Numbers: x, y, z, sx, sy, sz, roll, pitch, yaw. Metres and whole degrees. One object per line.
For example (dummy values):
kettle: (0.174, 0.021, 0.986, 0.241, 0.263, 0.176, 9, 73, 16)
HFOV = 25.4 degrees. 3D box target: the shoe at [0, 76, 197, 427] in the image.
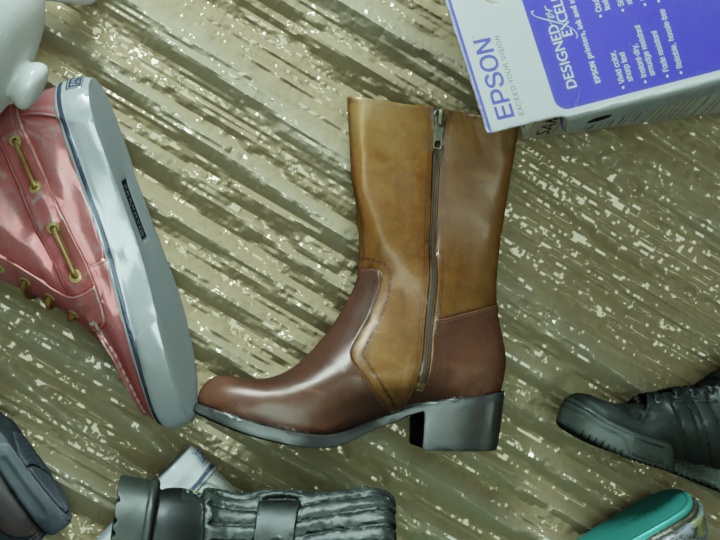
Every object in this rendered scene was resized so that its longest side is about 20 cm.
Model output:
shoe: (-0.160, 0.000, 0.895, 0.090, 0.071, 0.202, -17, 97, 7)

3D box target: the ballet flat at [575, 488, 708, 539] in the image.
ballet flat: (0.116, 0.195, 0.932, 0.198, 0.072, 0.073, -21, 92, -6)

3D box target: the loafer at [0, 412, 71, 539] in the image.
loafer: (-0.240, 0.076, 0.880, 0.063, 0.072, 0.201, -36, 97, -3)

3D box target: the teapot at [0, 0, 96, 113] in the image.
teapot: (-0.230, -0.124, 0.816, 0.145, 0.197, 0.201, 29, 81, 0)

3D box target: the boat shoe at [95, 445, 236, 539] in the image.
boat shoe: (-0.140, 0.193, 0.894, 0.070, 0.071, 0.200, 44, 77, -3)

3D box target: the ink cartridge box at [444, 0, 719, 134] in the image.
ink cartridge box: (0.128, -0.181, 0.868, 0.198, 0.043, 0.200, -14, 78, -11)

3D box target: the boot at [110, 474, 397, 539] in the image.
boot: (-0.061, 0.212, 0.830, 0.156, 0.079, 0.214, 8, 85, -7)

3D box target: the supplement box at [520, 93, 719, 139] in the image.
supplement box: (0.183, -0.158, 0.930, 0.197, 0.074, 0.128, -8, 78, -8)

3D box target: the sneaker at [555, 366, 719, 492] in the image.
sneaker: (0.219, 0.079, 0.953, 0.198, 0.060, 0.105, 21, 88, -13)

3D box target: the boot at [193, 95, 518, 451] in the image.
boot: (0.000, 0.000, 0.915, 0.186, 0.068, 0.203, 2, 88, -8)
